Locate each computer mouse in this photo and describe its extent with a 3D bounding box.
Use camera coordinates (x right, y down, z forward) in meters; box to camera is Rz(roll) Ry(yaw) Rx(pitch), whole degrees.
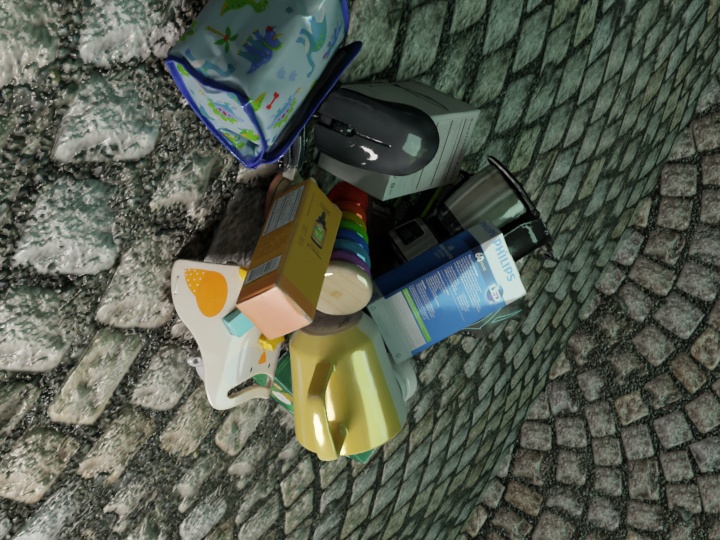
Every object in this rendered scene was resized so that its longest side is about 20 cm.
[{"bbox_3d":[0.003,-0.159,1.090,0.053,0.199,0.139,-105,-152,-63],"label":"computer mouse"}]

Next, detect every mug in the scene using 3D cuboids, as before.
[{"bbox_3d":[-0.018,0.136,1.145,0.149,0.187,0.154,-17,113,-16],"label":"mug"}]

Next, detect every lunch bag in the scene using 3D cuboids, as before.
[{"bbox_3d":[-0.090,-0.210,0.941,0.170,0.127,0.200,-55,168,-12],"label":"lunch bag"}]

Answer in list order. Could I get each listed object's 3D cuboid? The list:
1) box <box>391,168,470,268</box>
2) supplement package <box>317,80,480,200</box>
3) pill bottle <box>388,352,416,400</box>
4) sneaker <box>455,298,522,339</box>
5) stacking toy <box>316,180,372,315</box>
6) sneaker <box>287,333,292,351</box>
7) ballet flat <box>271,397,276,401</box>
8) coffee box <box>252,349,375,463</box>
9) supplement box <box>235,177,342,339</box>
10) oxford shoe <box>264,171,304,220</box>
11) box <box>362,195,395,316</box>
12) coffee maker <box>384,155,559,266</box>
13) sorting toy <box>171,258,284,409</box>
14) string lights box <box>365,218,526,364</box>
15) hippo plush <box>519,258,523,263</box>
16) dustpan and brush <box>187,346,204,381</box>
[{"bbox_3d":[0.133,-0.060,1.437,0.201,0.193,0.047,-59,155,0],"label":"box"},{"bbox_3d":[0.056,-0.182,1.240,0.200,0.117,0.118,-20,134,-55],"label":"supplement package"},{"bbox_3d":[0.009,0.232,1.638,0.200,0.113,0.114,-30,144,-46],"label":"pill bottle"},{"bbox_3d":[0.156,0.072,1.347,0.199,0.075,0.080,-21,108,-12],"label":"sneaker"},{"bbox_3d":[-0.024,-0.042,1.155,0.201,0.085,0.086,-87,-179,-45],"label":"stacking toy"},{"bbox_3d":[-0.085,0.084,1.347,0.076,0.075,0.201,-10,114,-48],"label":"sneaker"},{"bbox_3d":[-0.064,0.134,1.440,0.200,0.073,0.073,-51,155,-16],"label":"ballet flat"},{"bbox_3d":[-0.072,0.192,1.308,0.044,0.200,0.123,-50,-162,-19],"label":"coffee box"},{"bbox_3d":[-0.079,-0.018,1.051,0.067,0.069,0.201,48,35,-27],"label":"supplement box"},{"bbox_3d":[-0.073,-0.056,1.194,0.071,0.074,0.200,-45,151,-22],"label":"oxford shoe"},{"bbox_3d":[0.000,0.000,1.297,0.100,0.075,0.201,13,77,-66],"label":"box"},{"bbox_3d":[0.161,-0.028,1.287,0.200,0.192,0.135,-36,-169,3],"label":"coffee maker"},{"bbox_3d":[-0.138,0.077,1.133,0.200,0.106,0.181,-5,103,-60],"label":"sorting toy"},{"bbox_3d":[0.108,0.028,1.202,0.199,0.059,0.103,-28,116,-2],"label":"string lights box"},{"bbox_3d":[0.171,-0.005,1.601,0.161,0.200,0.159,-47,133,-5],"label":"hippo plush"},{"bbox_3d":[-0.183,0.107,1.192,0.140,0.057,0.200,-61,156,7],"label":"dustpan and brush"}]
